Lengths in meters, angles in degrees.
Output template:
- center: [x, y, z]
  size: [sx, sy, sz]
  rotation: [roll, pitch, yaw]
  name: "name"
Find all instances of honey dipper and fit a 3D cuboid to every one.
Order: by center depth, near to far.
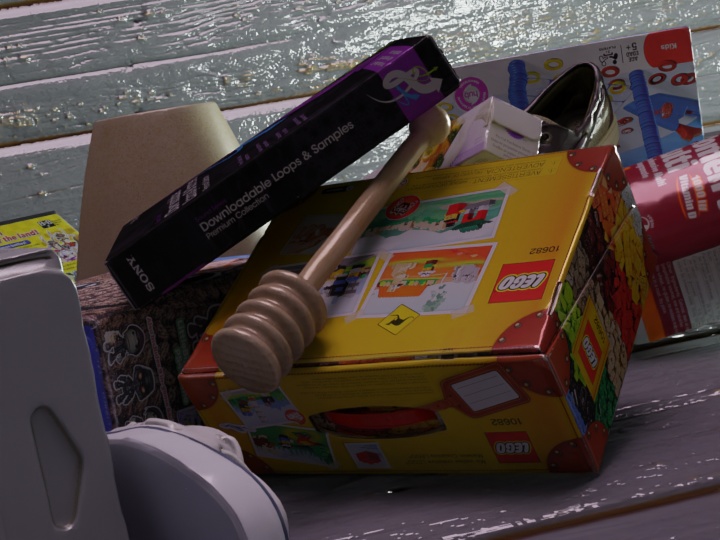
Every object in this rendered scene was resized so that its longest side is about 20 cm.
- center: [-0.004, -0.021, 0.641]
  size: [0.038, 0.038, 0.200]
  rotation: [-4, 37, 41]
  name: "honey dipper"

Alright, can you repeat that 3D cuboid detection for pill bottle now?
- center: [0.245, -0.034, 0.816]
  size: [0.198, 0.110, 0.110]
  rotation: [-20, 5, 11]
  name: "pill bottle"

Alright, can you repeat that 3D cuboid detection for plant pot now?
- center: [-0.136, -0.020, 0.986]
  size: [0.186, 0.202, 0.187]
  rotation: [-9, 6, 1]
  name: "plant pot"

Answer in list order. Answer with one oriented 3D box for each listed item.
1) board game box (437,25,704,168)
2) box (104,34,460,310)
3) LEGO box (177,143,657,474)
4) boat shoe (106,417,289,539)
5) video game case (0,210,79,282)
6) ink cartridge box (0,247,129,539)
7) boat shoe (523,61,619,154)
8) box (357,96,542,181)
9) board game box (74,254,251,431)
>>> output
- center: [0.160, -0.069, 0.991]
  size: [0.198, 0.198, 0.056]
  rotation: [-9, 7, 6]
  name: "board game box"
- center: [-0.046, -0.059, 0.717]
  size: [0.199, 0.036, 0.143]
  rotation: [-36, 11, -1]
  name: "box"
- center: [0.032, 0.022, 0.658]
  size: [0.199, 0.077, 0.149]
  rotation: [-5, 39, 32]
  name: "LEGO box"
- center: [-0.077, 0.088, 0.537]
  size: [0.065, 0.074, 0.199]
  rotation: [-19, 12, -34]
  name: "boat shoe"
- center: [-0.266, 0.025, 1.086]
  size: [0.180, 0.026, 0.200]
  rotation: [38, 27, 18]
  name: "video game case"
- center: [-0.176, 0.070, 0.518]
  size: [0.082, 0.147, 0.199]
  rotation: [-15, 8, -33]
  name: "ink cartridge box"
- center: [0.112, -0.074, 0.868]
  size: [0.073, 0.065, 0.200]
  rotation: [3, 35, 31]
  name: "boat shoe"
- center: [0.039, -0.053, 0.840]
  size: [0.041, 0.039, 0.200]
  rotation: [22, -26, -24]
  name: "box"
- center: [-0.139, 0.058, 0.776]
  size: [0.158, 0.098, 0.200]
  rotation: [-5, 8, 31]
  name: "board game box"
